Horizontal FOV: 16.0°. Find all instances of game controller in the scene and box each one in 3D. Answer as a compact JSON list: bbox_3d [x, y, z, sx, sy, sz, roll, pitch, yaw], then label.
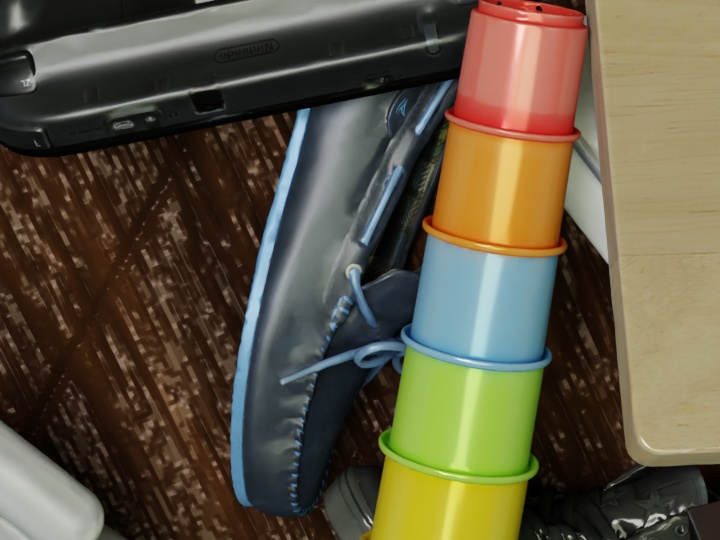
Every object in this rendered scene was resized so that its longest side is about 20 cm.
[{"bbox_3d":[-0.041,-0.100,0.919,0.199,0.105,0.042,-10,139,4],"label":"game controller"}]

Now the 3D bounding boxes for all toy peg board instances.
[{"bbox_3d":[0.176,-0.025,0.890,0.199,0.098,0.200,-2,72,-6],"label":"toy peg board"}]

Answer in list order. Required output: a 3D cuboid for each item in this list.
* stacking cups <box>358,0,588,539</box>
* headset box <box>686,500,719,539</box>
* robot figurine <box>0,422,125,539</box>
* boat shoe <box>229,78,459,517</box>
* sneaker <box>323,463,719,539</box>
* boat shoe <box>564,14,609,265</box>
[{"bbox_3d":[0.047,0.008,0.881,0.060,0.061,0.201,11,102,-3],"label":"stacking cups"},{"bbox_3d":[0.230,0.139,0.945,0.199,0.077,0.149,-12,129,-3],"label":"headset box"},{"bbox_3d":[-0.160,0.120,0.947,0.200,0.113,0.170,33,119,-7],"label":"robot figurine"},{"bbox_3d":[0.000,0.000,0.942,0.068,0.084,0.201,14,105,10],"label":"boat shoe"},{"bbox_3d":[0.091,0.103,0.971,0.200,0.060,0.104,34,110,-22],"label":"sneaker"},{"bbox_3d":[0.131,-0.009,0.948,0.065,0.074,0.200,-38,101,12],"label":"boat shoe"}]
